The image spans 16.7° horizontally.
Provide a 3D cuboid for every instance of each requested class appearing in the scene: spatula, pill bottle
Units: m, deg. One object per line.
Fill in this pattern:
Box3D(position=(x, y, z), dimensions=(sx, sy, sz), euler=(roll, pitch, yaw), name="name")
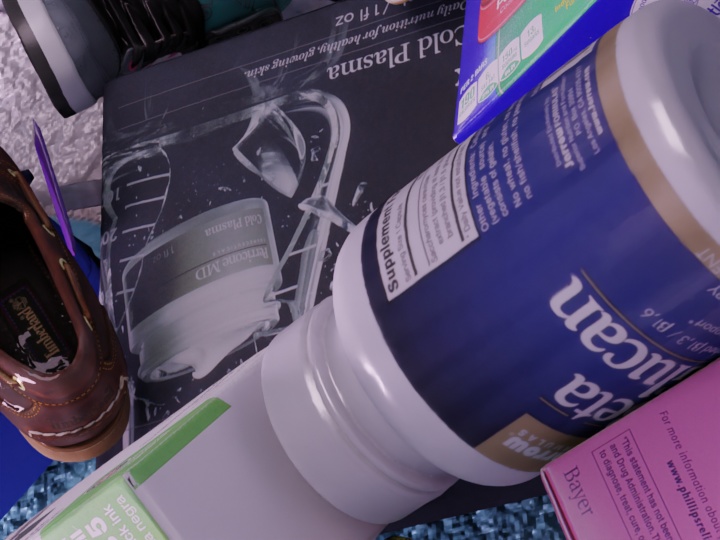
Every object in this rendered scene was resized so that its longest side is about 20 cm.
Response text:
Box3D(position=(-0.119, -0.033, 1.103), dimensions=(0.020, 0.200, 0.057), euler=(-18, 87, 9), name="spatula")
Box3D(position=(0.061, 0.006, 0.847), dimensions=(0.200, 0.111, 0.112), euler=(-37, 50, 30), name="pill bottle")

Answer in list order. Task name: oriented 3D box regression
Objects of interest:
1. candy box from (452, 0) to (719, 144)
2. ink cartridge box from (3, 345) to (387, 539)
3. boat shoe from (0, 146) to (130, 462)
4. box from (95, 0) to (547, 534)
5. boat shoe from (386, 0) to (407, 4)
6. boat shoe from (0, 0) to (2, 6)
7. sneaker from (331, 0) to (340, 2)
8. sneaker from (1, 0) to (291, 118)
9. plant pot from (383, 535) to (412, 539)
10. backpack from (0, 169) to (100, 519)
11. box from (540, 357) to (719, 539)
Box3D(position=(0.117, -0.147, 0.937), dimensions=(0.169, 0.077, 0.201), euler=(-44, 24, 37), name="candy box")
Box3D(position=(-0.100, 0.129, 0.922), dimensions=(0.200, 0.145, 0.084), euler=(-36, 92, 28), name="ink cartridge box")
Box3D(position=(-0.159, -0.012, 1.004), dimensions=(0.070, 0.070, 0.200), euler=(-37, 62, -10), name="boat shoe")
Box3D(position=(0.000, 0.000, 1.043), dimensions=(0.199, 0.124, 0.198), euler=(-16, 60, 25), name="box")
Box3D(position=(0.047, -0.203, 0.968), dimensions=(0.201, 0.069, 0.074), euler=(-57, 19, 7), name="boat shoe")
Box3D(position=(-0.176, -0.194, 1.297), dimensions=(0.199, 0.071, 0.070), euler=(-17, 31, 29), name="boat shoe")
Box3D(position=(-0.029, -0.155, 1.111), dimensions=(0.199, 0.082, 0.074), euler=(12, 57, -3), name="sneaker")
Box3D(position=(-0.092, -0.128, 1.148), dimensions=(0.120, 0.200, 0.084), euler=(-25, 98, 7), name="sneaker")
Box3D(position=(-0.001, 0.208, 0.913), dimensions=(0.200, 0.200, 0.190), euler=(28, 70, 39), name="plant pot")
Box3D(position=(-0.225, 0.002, 1.156), dimensions=(0.163, 0.168, 0.200), euler=(-45, 48, -11), name="backpack")
Box3D(position=(0.195, 0.085, 0.839), dimensions=(0.199, 0.176, 0.097), euler=(-33, 53, 13), name="box")
